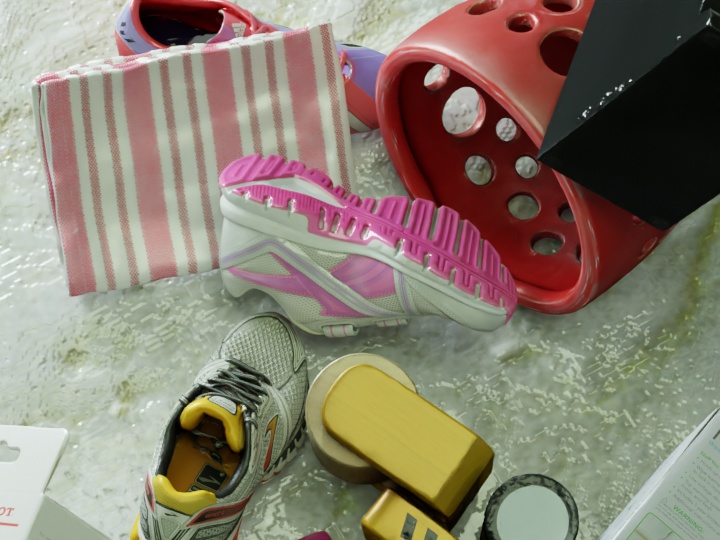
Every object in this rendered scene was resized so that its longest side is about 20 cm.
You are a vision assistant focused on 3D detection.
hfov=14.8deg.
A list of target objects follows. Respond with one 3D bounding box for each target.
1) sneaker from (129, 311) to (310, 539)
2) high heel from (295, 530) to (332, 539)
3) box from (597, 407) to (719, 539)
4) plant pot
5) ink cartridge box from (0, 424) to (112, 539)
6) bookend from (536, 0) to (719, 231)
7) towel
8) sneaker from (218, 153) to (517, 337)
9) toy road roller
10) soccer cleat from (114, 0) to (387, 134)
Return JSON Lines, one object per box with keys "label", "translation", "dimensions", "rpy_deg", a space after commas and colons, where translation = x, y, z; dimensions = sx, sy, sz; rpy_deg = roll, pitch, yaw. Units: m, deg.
{"label": "sneaker", "translation": [-0.077, 0.097, 1.686], "dimensions": [0.078, 0.082, 0.200], "rpy_deg": [17, 47, 5]}
{"label": "high heel", "translation": [-0.107, 0.203, 1.670], "dimensions": [0.200, 0.067, 0.096], "rpy_deg": [-3, 59, -2]}
{"label": "box", "translation": [0.220, 0.212, 1.593], "dimensions": [0.200, 0.097, 0.176], "rpy_deg": [41, 59, 4]}
{"label": "plant pot", "translation": [0.139, -0.099, 1.742], "dimensions": [0.182, 0.200, 0.200], "rpy_deg": [-34, 75, -23]}
{"label": "ink cartridge box", "translation": [-0.223, 0.194, 1.627], "dimensions": [0.116, 0.067, 0.200], "rpy_deg": [0, 59, 44]}
{"label": "bookend", "translation": [0.209, -0.155, 1.570], "dimensions": [0.092, 0.199, 0.200], "rpy_deg": [28, 61, -13]}
{"label": "towel", "translation": [-0.101, -0.070, 1.759], "dimensions": [0.200, 0.030, 0.147], "rpy_deg": [-11, 101, -10]}
{"label": "sneaker", "translation": [0.000, 0.000, 1.735], "dimensions": [0.200, 0.088, 0.081], "rpy_deg": [21, 30, 7]}
{"label": "toy road roller", "translation": [0.030, 0.159, 1.671], "dimensions": [0.200, 0.123, 0.146], "rpy_deg": [37, 81, 8]}
{"label": "soccer cleat", "translation": [-0.062, -0.137, 1.799], "dimensions": [0.200, 0.076, 0.067], "rpy_deg": [13, 68, 0]}
